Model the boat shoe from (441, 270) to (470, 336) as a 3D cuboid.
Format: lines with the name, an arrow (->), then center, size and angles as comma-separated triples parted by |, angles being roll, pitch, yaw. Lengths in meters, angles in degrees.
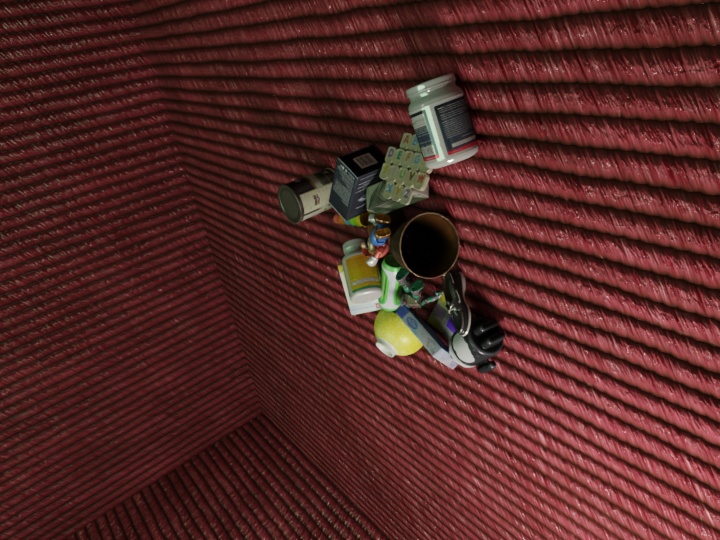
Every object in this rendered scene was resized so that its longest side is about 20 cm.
boat shoe -> 0.277, 0.093, 1.481 | 0.074, 0.060, 0.201 | 141, 133, -57

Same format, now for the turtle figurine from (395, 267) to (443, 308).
turtle figurine -> 0.180, 0.071, 1.594 | 0.149, 0.101, 0.200 | 19, 165, 29

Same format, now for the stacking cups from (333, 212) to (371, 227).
stacking cups -> -0.034, -0.183, 1.826 | 0.200, 0.060, 0.061 | 4, 117, 57

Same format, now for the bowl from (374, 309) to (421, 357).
bowl -> 0.117, 0.246, 1.825 | 0.200, 0.108, 0.200 | 35, 160, 15

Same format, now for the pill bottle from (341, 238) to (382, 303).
pill bottle -> 0.000, 0.000, 1.696 | 0.113, 0.112, 0.201 | 131, 131, -58

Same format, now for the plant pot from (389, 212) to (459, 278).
plant pot -> 0.168, -0.076, 1.519 | 0.188, 0.186, 0.200 | 68, 165, -10

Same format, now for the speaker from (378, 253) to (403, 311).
speaker -> 0.106, 0.042, 1.702 | 0.088, 0.088, 0.201 | 40, 143, 33

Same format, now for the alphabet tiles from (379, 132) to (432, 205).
alphabet tiles -> 0.128, -0.290, 1.430 | 0.200, 0.015, 0.196 | 30, 102, 50

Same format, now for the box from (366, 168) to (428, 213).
box -> 0.107, -0.232, 1.504 | 0.200, 0.068, 0.083 | -17, 69, 47

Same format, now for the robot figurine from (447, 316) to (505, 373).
robot figurine -> 0.342, 0.215, 1.506 | 0.124, 0.151, 0.200 | 20, 148, -11

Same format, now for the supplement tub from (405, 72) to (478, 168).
supplement tub -> 0.201, -0.366, 1.250 | 0.140, 0.140, 0.201 | 1, 114, 56

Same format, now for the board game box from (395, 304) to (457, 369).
board game box -> 0.222, 0.218, 1.642 | 0.199, 0.043, 0.200 | 51, -173, 34

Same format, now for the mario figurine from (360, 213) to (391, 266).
mario figurine -> 0.037, -0.095, 1.578 | 0.106, 0.124, 0.200 | 36, 156, 9

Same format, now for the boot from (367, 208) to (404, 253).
boot -> 0.076, -0.148, 1.678 | 0.155, 0.074, 0.201 | 19, 127, 53

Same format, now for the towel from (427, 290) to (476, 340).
towel -> 0.292, 0.154, 1.637 | 0.144, 0.023, 0.200 | 48, 146, 22

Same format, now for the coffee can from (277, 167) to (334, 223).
coffee can -> -0.177, -0.272, 1.833 | 0.146, 0.200, 0.147 | 35, 140, 37

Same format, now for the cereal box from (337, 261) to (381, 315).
cereal box -> 0.012, 0.054, 1.814 | 0.040, 0.143, 0.201 | -75, -28, -67

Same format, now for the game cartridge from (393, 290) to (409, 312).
game cartridge -> 0.126, 0.083, 1.820 | 0.134, 0.040, 0.200 | 59, 149, -1

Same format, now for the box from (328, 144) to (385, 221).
box -> -0.005, -0.278, 1.620 | 0.104, 0.148, 0.200 | 49, 146, 22
